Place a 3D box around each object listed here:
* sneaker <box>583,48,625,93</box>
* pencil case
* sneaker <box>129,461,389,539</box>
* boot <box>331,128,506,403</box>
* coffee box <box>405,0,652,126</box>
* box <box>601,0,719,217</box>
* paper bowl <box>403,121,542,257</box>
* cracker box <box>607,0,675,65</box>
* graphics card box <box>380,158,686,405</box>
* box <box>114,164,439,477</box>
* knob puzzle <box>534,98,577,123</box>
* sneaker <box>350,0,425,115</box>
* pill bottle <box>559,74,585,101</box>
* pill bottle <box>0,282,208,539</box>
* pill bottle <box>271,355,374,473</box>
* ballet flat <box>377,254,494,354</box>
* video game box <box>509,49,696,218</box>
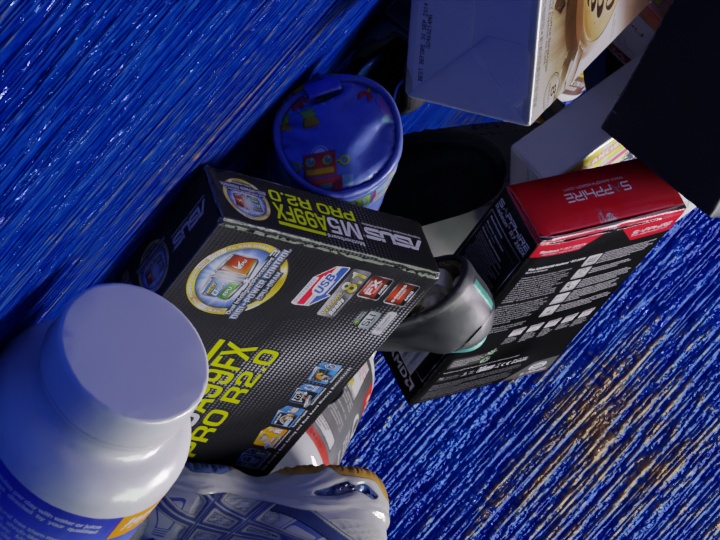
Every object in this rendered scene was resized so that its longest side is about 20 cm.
[{"bbox_3d":[0.199,-0.213,1.862,0.070,0.077,0.202,50,39,-73],"label":"sneaker"},{"bbox_3d":[-0.024,-0.059,1.584,0.078,0.087,0.200,-22,170,-12],"label":"pencil case"},{"bbox_3d":[-0.081,0.166,1.565,0.075,0.198,0.089,91,-3,-70],"label":"sneaker"},{"bbox_3d":[-0.001,0.000,1.695,0.164,0.066,0.201,-8,-141,29],"label":"boot"},{"bbox_3d":[0.103,-0.177,1.464,0.200,0.079,0.114,-45,145,-53],"label":"coffee box"},{"bbox_3d":[0.283,-0.137,1.651,0.199,0.104,0.183,-4,129,-50],"label":"box"},{"bbox_3d":[0.057,-0.036,1.881,0.199,0.105,0.201,-10,171,-2],"label":"paper bowl"},{"bbox_3d":[0.160,-0.211,1.717,0.058,0.134,0.200,-46,176,-2],"label":"cracker box"},{"bbox_3d":[0.109,0.008,1.674,0.125,0.051,0.200,-14,153,-34],"label":"graphics card box"},{"bbox_3d":[-0.073,0.036,1.512,0.159,0.044,0.200,14,130,-37],"label":"box"},{"bbox_3d":[0.139,-0.126,1.887,0.030,0.219,0.220,-48,177,1],"label":"knob puzzle"},{"bbox_3d":[0.041,-0.140,1.636,0.112,0.073,0.200,-44,168,-8],"label":"sneaker"},{"bbox_3d":[0.190,-0.239,2.070,0.200,0.109,0.109,-50,177,28],"label":"pill bottle"},{"bbox_3d":[-0.155,0.095,1.340,0.112,0.112,0.200,-45,177,-45],"label":"pill bottle"},{"bbox_3d":[-0.055,0.086,1.785,0.116,0.116,0.200,-50,-173,35],"label":"pill bottle"},{"bbox_3d":[-0.017,0.019,1.600,0.198,0.074,0.073,-4,-175,10],"label":"ballet flat"},{"bbox_3d":[0.186,-0.076,1.767,0.199,0.047,0.183,-35,156,-18],"label":"video game box"}]
